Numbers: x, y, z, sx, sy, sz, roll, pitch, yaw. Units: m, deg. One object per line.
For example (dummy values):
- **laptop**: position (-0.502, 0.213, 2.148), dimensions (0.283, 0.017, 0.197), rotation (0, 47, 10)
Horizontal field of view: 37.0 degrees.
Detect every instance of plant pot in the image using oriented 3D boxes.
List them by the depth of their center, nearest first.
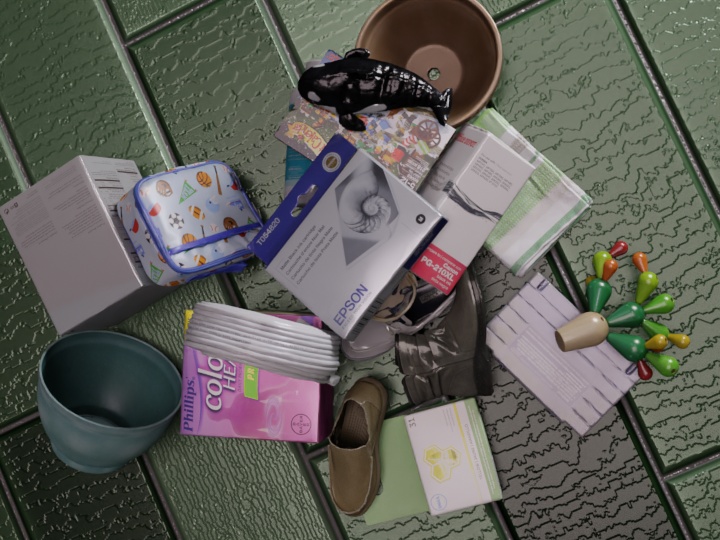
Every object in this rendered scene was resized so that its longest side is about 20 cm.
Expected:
- **plant pot**: position (0.096, -0.281, 1.478), dimensions (0.200, 0.093, 0.201), rotation (-1, 86, 9)
- **plant pot**: position (-0.364, 0.199, 1.514), dimensions (0.200, 0.200, 0.134), rotation (30, 121, 9)

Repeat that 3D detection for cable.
- **cable**: position (-0.122, 0.089, 1.358), dimensions (0.200, 0.200, 0.069), rotation (14, 85, 7)

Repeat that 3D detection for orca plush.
- **orca plush**: position (0.016, -0.225, 1.358), dimensions (0.200, 0.071, 0.105), rotation (23, 91, 5)

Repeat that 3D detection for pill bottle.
- **pill bottle**: position (-0.047, -0.187, 1.494), dimensions (0.111, 0.111, 0.200), rotation (3, 89, 10)

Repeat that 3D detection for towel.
- **towel**: position (0.201, -0.109, 1.490), dimensions (0.200, 0.031, 0.149), rotation (45, 95, 8)

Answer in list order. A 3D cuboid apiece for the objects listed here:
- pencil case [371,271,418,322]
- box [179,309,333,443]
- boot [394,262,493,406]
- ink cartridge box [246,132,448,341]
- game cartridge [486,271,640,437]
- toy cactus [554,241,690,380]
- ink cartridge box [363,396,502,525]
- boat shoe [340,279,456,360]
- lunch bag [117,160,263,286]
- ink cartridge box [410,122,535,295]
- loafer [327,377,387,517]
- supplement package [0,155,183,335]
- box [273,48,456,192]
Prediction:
- **pencil case**: position (0.000, 0.000, 1.444), dimensions (0.089, 0.200, 0.078), rotation (-49, 126, -2)
- **box**: position (-0.142, 0.144, 1.510), dimensions (0.200, 0.097, 0.176), rotation (3, 89, 10)
- **boot**: position (0.105, 0.086, 1.443), dimensions (0.130, 0.068, 0.200), rotation (-5, 103, 6)
- **ink cartridge box**: position (-0.025, -0.048, 1.352), dimensions (0.200, 0.041, 0.200), rotation (39, 95, 21)
- **game cartridge**: position (0.271, 0.116, 1.473), dimensions (0.200, 0.038, 0.130), rotation (45, 100, 8)
- **toy cactus**: position (0.334, 0.065, 1.423), dimensions (0.165, 0.102, 0.200), rotation (-19, 71, -9)
- **ink cartridge box**: position (0.083, 0.268, 1.495), dimensions (0.200, 0.048, 0.146), rotation (-16, 87, 7)
- **boat shoe**: position (0.053, 0.059, 1.494), dimensions (0.200, 0.065, 0.074), rotation (-37, 84, 7)
- **lunch bag**: position (-0.225, -0.064, 1.487), dimensions (0.076, 0.200, 0.160), rotation (-35, 80, 42)
- **ink cartridge box**: position (0.126, -0.085, 1.414), dimensions (0.084, 0.145, 0.200), rotation (33, 96, -14)
- **loafer**: position (-0.013, 0.247, 1.484), dimensions (0.076, 0.067, 0.200), rotation (10, 100, 29)
- **supplement package**: position (-0.370, -0.036, 1.517), dimensions (0.152, 0.151, 0.200), rotation (-29, 84, 17)
- **box**: position (0.006, -0.179, 1.414), dimensions (0.200, 0.038, 0.137), rotation (33, 92, 5)
